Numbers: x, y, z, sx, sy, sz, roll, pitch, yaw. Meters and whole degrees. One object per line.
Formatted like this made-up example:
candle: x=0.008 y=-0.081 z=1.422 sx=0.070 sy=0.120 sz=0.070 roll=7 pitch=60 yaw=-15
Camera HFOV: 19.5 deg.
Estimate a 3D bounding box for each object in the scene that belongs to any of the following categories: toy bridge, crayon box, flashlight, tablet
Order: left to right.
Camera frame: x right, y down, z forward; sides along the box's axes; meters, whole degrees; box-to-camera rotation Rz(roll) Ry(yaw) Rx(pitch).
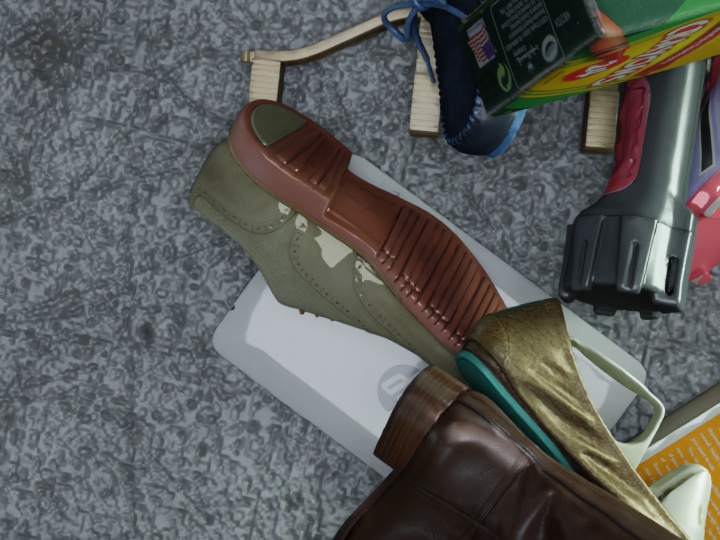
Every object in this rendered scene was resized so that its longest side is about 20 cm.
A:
tablet: x=0.035 y=0.046 z=1.109 sx=0.200 sy=0.014 sz=0.130 roll=37 pitch=92 yaw=3
toy bridge: x=0.036 y=-0.103 z=1.101 sx=0.200 sy=0.027 sz=0.067 roll=6 pitch=88 yaw=3
flashlight: x=0.137 y=-0.078 z=1.049 sx=0.068 sy=0.068 sz=0.200 roll=17 pitch=74 yaw=-15
crayon box: x=0.160 y=-0.132 z=0.966 sx=0.200 sy=0.127 sz=0.051 roll=-17 pitch=84 yaw=-21

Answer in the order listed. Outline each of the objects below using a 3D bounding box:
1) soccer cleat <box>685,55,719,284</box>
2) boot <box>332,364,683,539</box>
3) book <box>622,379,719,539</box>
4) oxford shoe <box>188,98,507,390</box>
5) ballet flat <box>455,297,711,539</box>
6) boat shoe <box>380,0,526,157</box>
soccer cleat: x=0.197 y=-0.076 z=1.083 sx=0.200 sy=0.067 sz=0.076 roll=-52 pitch=52 yaw=10
boot: x=0.084 y=0.163 z=1.020 sx=0.200 sy=0.187 sz=0.064 roll=34 pitch=47 yaw=16
book: x=0.193 y=0.134 z=1.083 sx=0.200 sy=0.048 sz=0.134 roll=-33 pitch=96 yaw=3
oxford shoe: x=0.000 y=0.000 z=1.081 sx=0.200 sy=0.071 sz=0.074 roll=43 pitch=123 yaw=-2
ballet flat: x=0.127 y=0.097 z=1.036 sx=0.072 sy=0.068 sz=0.200 roll=-35 pitch=93 yaw=-13
boat shoe: x=0.045 y=-0.149 z=1.055 sx=0.069 sy=0.084 sz=0.200 roll=13 pitch=57 yaw=-25
